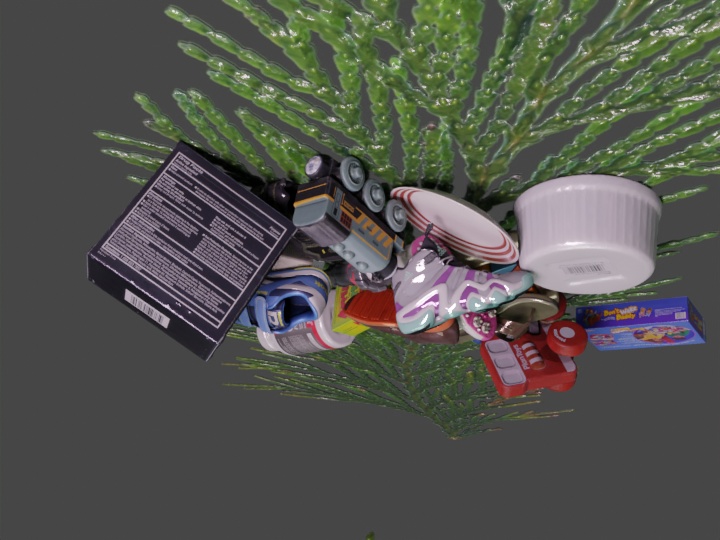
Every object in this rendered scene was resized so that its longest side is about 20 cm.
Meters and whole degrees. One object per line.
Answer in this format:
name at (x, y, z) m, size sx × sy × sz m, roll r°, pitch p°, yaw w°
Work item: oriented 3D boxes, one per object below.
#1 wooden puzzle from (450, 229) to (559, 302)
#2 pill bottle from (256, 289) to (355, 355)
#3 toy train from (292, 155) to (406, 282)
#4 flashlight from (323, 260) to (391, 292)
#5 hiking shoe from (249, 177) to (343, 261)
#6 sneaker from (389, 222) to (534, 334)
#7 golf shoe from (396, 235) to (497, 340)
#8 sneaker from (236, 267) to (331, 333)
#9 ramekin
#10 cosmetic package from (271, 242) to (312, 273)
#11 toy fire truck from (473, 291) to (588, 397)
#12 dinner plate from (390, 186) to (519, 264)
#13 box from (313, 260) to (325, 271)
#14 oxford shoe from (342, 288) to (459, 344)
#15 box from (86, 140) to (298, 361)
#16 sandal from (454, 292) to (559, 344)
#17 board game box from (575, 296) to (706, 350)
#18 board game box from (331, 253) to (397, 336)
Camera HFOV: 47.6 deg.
wooden puzzle at (0.206, 0.030, 1.310) m, size 0.183 × 0.038 × 0.200 m, roll -19°, pitch 138°, yaw 21°
pill bottle at (-0.108, 0.106, 1.590) m, size 0.199 × 0.112 × 0.110 m, roll -14°, pitch 151°, yaw 41°
toy train at (-0.010, -0.067, 1.097) m, size 0.085 × 0.115 × 0.200 m, roll -8°, pitch 146°, yaw 37°
flashlight at (0.000, 0.000, 1.300) m, size 0.068 × 0.068 × 0.200 m, roll 41°, pitch 170°, yaw -10°
hiking shoe at (-0.063, -0.070, 1.178) m, size 0.199 × 0.077 × 0.100 m, roll 24°, pitch 156°, yaw -37°
sneaker at (0.129, -0.004, 1.131) m, size 0.198 × 0.142 × 0.078 m, roll -18°, pitch 171°, yaw 11°
golf shoe at (0.129, 0.032, 1.249) m, size 0.200 × 0.076 × 0.091 m, roll 48°, pitch 144°, yaw -15°
sneaker at (-0.141, 0.049, 1.186) m, size 0.197 × 0.083 × 0.075 m, roll -11°, pitch 127°, yaw 7°
ramekin at (0.308, -0.042, 1.116) m, size 0.198 × 0.099 × 0.201 m, roll 5°, pitch 158°, yaw 2°
cosmetic package at (-0.176, -0.025, 1.251) m, size 0.198 × 0.074 × 0.104 m, roll 14°, pitch -158°, yaw -10°
toy fire truck at (0.281, 0.122, 1.397) m, size 0.166 × 0.201 × 0.113 m, roll -8°, pitch 132°, yaw -12°
dinner plate at (0.133, -0.068, 1.135) m, size 0.199 × 0.024 × 0.200 m, roll 27°, pitch 167°, yaw 6°
box at (-0.164, -0.020, 1.385) m, size 0.197 × 0.042 × 0.156 m, roll 11°, pitch 158°, yaw -8°
oxford shoe at (0.059, 0.079, 1.247) m, size 0.198 × 0.071 × 0.073 m, roll 10°, pitch 141°, yaw 37°
box at (-0.223, -0.023, 1.092) m, size 0.199 × 0.199 × 0.123 m, roll 36°, pitch 156°, yaw -5°
sandal at (0.232, 0.092, 1.327) m, size 0.199 × 0.058 × 0.080 m, roll -24°, pitch 142°, yaw 27°
board game box at (0.511, 0.100, 1.492) m, size 0.198 × 0.045 × 0.134 m, roll -8°, pitch 154°, yaw 33°
board game box at (0.019, 0.038, 1.393) m, size 0.047 × 0.103 × 0.200 m, roll 16°, pitch 157°, yaw -25°
